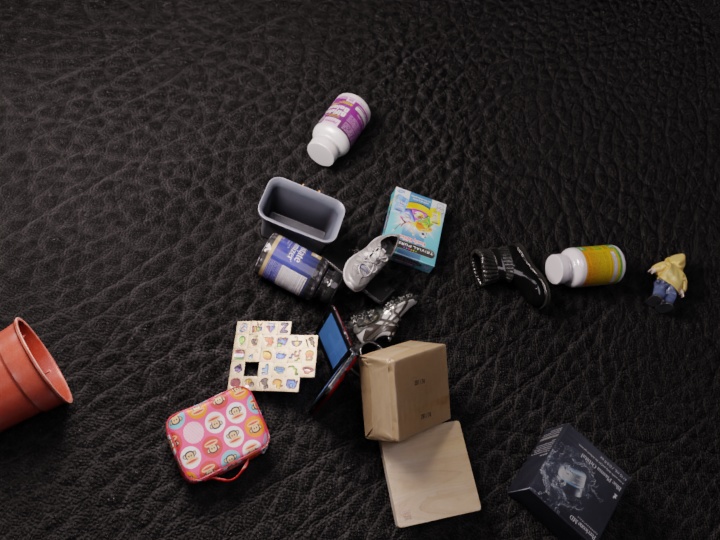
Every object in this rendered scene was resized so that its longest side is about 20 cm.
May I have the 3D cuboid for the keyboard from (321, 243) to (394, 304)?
[{"bbox_3d":[0.000,0.000,1.632,0.200,0.021,0.127,39,39,9],"label":"keyboard"}]

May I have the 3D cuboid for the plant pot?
[{"bbox_3d":[-0.708,0.227,1.259,0.195,0.201,0.201,-31,78,-17],"label":"plant pot"}]

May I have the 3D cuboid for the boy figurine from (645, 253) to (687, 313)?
[{"bbox_3d":[0.897,0.023,1.886,0.124,0.064,0.200,33,61,0],"label":"boy figurine"}]

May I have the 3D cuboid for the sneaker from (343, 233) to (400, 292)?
[{"bbox_3d":[0.028,-0.031,1.575,0.075,0.082,0.200,44,54,-10],"label":"sneaker"}]

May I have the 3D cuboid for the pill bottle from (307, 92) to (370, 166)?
[{"bbox_3d":[-0.062,-0.382,1.762,0.112,0.112,0.200,31,61,-1],"label":"pill bottle"}]

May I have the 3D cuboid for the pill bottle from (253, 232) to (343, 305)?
[{"bbox_3d":[-0.147,0.002,1.561,0.199,0.112,0.112,28,61,-3],"label":"pill bottle"}]

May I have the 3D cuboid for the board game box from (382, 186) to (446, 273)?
[{"bbox_3d":[0.140,-0.110,1.733,0.150,0.047,0.201,18,62,-8],"label":"board game box"}]

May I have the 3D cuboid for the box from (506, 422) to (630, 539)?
[{"bbox_3d":[0.490,0.505,1.515,0.197,0.118,0.200,41,63,5],"label":"box"}]

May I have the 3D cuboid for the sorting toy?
[{"bbox_3d":[0.147,0.460,1.461,0.199,0.070,0.200,-5,67,-18],"label":"sorting toy"}]

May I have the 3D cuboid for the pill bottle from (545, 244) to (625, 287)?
[{"bbox_3d":[0.621,-0.011,1.792,0.199,0.111,0.112,-5,67,-18],"label":"pill bottle"}]

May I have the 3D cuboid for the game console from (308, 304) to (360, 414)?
[{"bbox_3d":[-0.085,0.203,1.437,0.118,0.200,0.173,37,62,3],"label":"game console"}]

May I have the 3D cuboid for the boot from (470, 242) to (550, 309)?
[{"bbox_3d":[0.396,0.024,1.727,0.157,0.080,0.212,-11,59,-28],"label":"boot"}]

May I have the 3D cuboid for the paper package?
[{"bbox_3d":[0.100,0.264,1.433,0.199,0.103,0.192,-10,98,-48],"label":"paper package"}]

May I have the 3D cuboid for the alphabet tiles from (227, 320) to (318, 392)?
[{"bbox_3d":[-0.197,0.195,1.475,0.199,0.008,0.168,0,64,8],"label":"alphabet tiles"}]

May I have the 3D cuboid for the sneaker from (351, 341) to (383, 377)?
[{"bbox_3d":[0.058,0.240,1.519,0.200,0.099,0.071,34,60,-1],"label":"sneaker"}]

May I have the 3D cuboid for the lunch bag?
[{"bbox_3d":[-0.297,0.359,1.370,0.199,0.082,0.177,-20,74,-24],"label":"lunch bag"}]

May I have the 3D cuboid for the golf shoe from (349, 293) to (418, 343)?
[{"bbox_3d":[0.068,0.123,1.601,0.199,0.078,0.095,-25,97,-26],"label":"golf shoe"}]

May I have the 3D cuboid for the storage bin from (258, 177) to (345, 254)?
[{"bbox_3d":[-0.154,-0.128,1.606,0.199,0.134,0.146,22,62,-7],"label":"storage bin"}]
